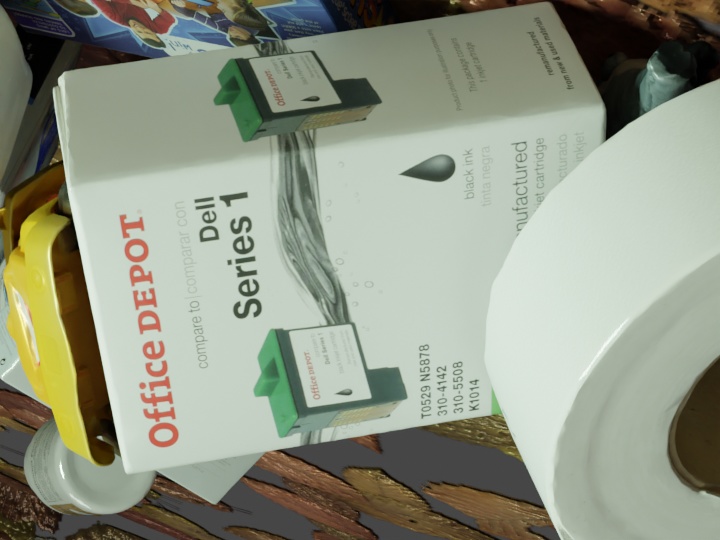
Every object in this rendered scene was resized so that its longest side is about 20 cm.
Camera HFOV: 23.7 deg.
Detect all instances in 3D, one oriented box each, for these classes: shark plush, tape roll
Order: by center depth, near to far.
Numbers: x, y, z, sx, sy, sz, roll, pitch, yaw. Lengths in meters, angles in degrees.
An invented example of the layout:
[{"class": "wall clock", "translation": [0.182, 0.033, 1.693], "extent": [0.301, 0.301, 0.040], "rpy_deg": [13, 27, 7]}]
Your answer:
[{"class": "tape roll", "translation": [0.148, 0.024, 0.638], "extent": [0.202, 0.202, 0.071], "rpy_deg": [39, -161, -44]}, {"class": "shark plush", "translation": [0.118, -0.035, 0.681], "extent": [0.090, 0.084, 0.200], "rpy_deg": [24, 163, -5]}]

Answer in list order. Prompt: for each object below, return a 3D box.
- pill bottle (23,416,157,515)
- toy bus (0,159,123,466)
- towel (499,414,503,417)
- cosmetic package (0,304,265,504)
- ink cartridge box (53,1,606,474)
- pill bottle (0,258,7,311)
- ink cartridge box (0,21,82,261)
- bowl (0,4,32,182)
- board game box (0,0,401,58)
[{"class": "pill bottle", "translation": [-0.299, 0.207, 1.856], "extent": [0.114, 0.115, 0.200], "rpy_deg": [28, 162, -18]}, {"class": "toy bus", "translation": [-0.111, -0.010, 0.846], "extent": [0.191, 0.199, 0.137], "rpy_deg": [16, 120, 42]}, {"class": "towel", "translation": [0.106, 0.074, 1.125], "extent": [0.143, 0.023, 0.200], "rpy_deg": [2, 153, 47]}, {"class": "cosmetic package", "translation": [-0.107, 0.041, 1.050], "extent": [0.200, 0.151, 0.052], "rpy_deg": [39, -169, -43]}, {"class": "ink cartridge box", "translation": [-0.011, -0.011, 0.674], "extent": [0.198, 0.085, 0.147], "rpy_deg": [-10, 128, -6]}, {"class": "pill bottle", "translation": [-0.189, 0.022, 1.175], "extent": [0.113, 0.115, 0.199], "rpy_deg": [30, 162, -25]}, {"class": "ink cartridge box", "translation": [-0.195, -0.065, 0.949], "extent": [0.039, 0.100, 0.200], "rpy_deg": [24, 161, -7]}, {"class": "bowl", "translation": [-0.227, -0.062, 0.811], "extent": [0.074, 0.201, 0.200], "rpy_deg": [14, -168, -37]}, {"class": "board game box", "translation": [-0.089, -0.133, 0.722], "extent": [0.198, 0.035, 0.136], "rpy_deg": [15, 161, 25]}]
